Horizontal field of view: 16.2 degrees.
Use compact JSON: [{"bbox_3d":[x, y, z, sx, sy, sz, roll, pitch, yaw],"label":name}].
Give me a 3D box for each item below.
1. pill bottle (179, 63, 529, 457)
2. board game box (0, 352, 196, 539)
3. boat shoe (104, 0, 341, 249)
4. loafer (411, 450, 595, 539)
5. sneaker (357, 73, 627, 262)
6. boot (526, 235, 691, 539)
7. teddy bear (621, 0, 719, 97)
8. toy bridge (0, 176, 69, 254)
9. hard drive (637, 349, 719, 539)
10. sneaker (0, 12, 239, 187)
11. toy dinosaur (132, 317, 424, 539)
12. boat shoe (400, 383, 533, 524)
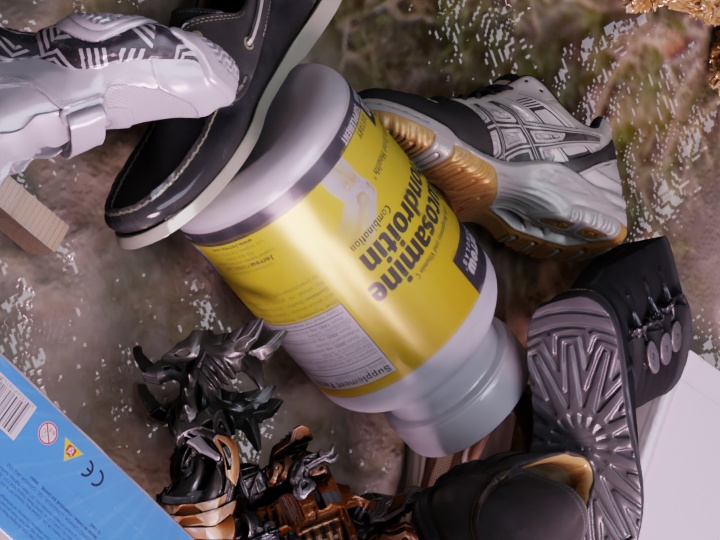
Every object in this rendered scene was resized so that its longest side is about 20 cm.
[{"bbox_3d":[0.000,0.000,1.288,0.200,0.112,0.112,49,62,-28],"label":"pill bottle"},{"bbox_3d":[-0.159,0.112,1.108,0.200,0.195,0.056,47,64,-28],"label":"board game box"},{"bbox_3d":[-0.079,-0.095,1.238,0.068,0.071,0.201,48,53,-29],"label":"boat shoe"},{"bbox_3d":[0.072,0.121,1.200,0.072,0.200,0.073,-25,98,10],"label":"loafer"},{"bbox_3d":[0.063,-0.070,1.376,0.199,0.075,0.088,21,61,-39],"label":"sneaker"},{"bbox_3d":[0.137,0.075,1.384,0.200,0.065,0.166,-34,127,-73],"label":"boot"},{"bbox_3d":[0.233,-0.181,1.503,0.200,0.067,0.146,36,71,-32],"label":"teddy bear"},{"bbox_3d":[-0.170,-0.034,1.205,0.067,0.027,0.201,41,65,-31],"label":"toy bridge"},{"bbox_3d":[0.191,0.163,1.497,0.132,0.026,0.201,33,69,-34],"label":"hard drive"},{"bbox_3d":[-0.155,-0.056,1.152,0.198,0.075,0.116,3,81,-11],"label":"sneaker"},{"bbox_3d":[-0.068,0.105,1.218,0.199,0.102,0.137,11,61,-23],"label":"toy dinosaur"},{"bbox_3d":[0.060,0.150,1.362,0.075,0.072,0.202,6,87,-38],"label":"boat shoe"}]
